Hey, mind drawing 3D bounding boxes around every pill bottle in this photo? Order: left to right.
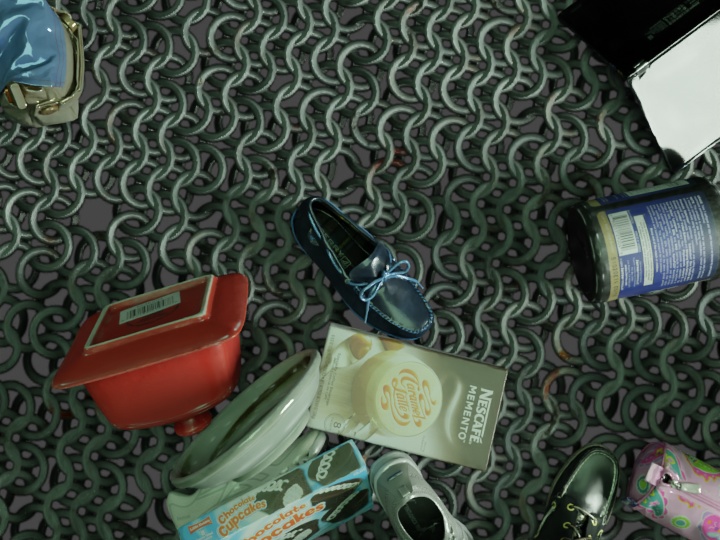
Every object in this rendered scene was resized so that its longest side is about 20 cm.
[{"bbox_3d":[0.334,-0.038,1.039,0.198,0.112,0.113,-12,86,0],"label":"pill bottle"}]

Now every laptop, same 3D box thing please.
[{"bbox_3d":[0.366,-0.258,1.103,0.186,0.116,0.201,-36,58,-2],"label":"laptop"}]

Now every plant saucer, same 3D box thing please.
[{"bbox_3d":[-0.107,0.165,0.994,0.200,0.200,0.050,-41,98,-2],"label":"plant saucer"}]

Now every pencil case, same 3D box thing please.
[{"bbox_3d":[0.386,0.260,1.034,0.199,0.087,0.088,29,87,1],"label":"pencil case"}]

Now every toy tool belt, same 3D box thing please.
[{"bbox_3d":[-0.376,-0.263,1.057,0.123,0.123,0.202,-14,86,0],"label":"toy tool belt"}]

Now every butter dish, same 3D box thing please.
[{"bbox_3d":[-0.199,0.107,1.020,0.198,0.200,0.149,-17,109,1],"label":"butter dish"}]

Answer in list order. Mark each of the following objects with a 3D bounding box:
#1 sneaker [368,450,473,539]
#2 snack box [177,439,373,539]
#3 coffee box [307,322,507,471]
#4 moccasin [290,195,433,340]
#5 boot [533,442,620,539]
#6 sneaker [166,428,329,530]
[{"bbox_3d":[0.074,0.289,1.018,0.074,0.082,0.201,-36,111,0],"label":"sneaker"},{"bbox_3d":[-0.084,0.260,1.007,0.198,0.117,0.037,-25,56,-11],"label":"snack box"},{"bbox_3d":[0.050,0.136,1.048,0.198,0.080,0.116,13,87,2],"label":"coffee box"},{"bbox_3d":[0.000,0.000,1.054,0.199,0.068,0.081,39,65,2],"label":"moccasin"},{"bbox_3d":[0.228,0.285,0.999,0.073,0.154,0.205,28,87,2],"label":"boot"},{"bbox_3d":[-0.125,0.227,1.053,0.199,0.075,0.081,-35,78,-2],"label":"sneaker"}]
